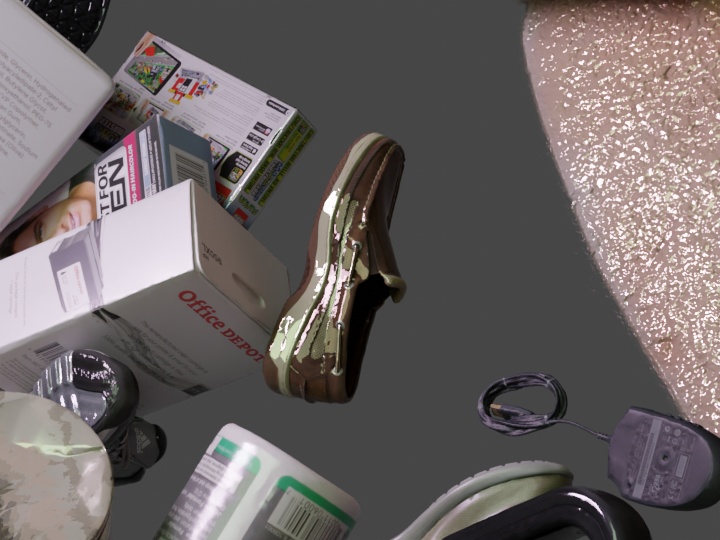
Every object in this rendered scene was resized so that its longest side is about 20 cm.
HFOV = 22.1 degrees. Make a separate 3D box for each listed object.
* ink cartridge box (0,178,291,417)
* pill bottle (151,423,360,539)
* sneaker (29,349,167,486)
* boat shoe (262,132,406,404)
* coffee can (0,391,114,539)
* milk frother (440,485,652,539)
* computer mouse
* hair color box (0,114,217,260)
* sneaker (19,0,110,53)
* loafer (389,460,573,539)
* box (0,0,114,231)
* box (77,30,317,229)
[{"bbox_3d":[-0.165,0.033,1.346,0.198,0.145,0.085,-21,54,20],"label":"ink cartridge box"},{"bbox_3d":[-0.095,0.213,1.219,0.113,0.113,0.201,25,78,39],"label":"pill bottle"},{"bbox_3d":[-0.179,0.110,1.321,0.199,0.115,0.076,-29,60,50],"label":"sneaker"},{"bbox_3d":[0.002,0.002,1.316,0.074,0.075,0.204,15,78,23],"label":"boat shoe"},{"bbox_3d":[-0.237,0.198,1.230,0.145,0.201,0.147,4,49,-5],"label":"coffee can"},{"bbox_3d":[0.076,0.220,1.014,0.187,0.199,0.182,-25,79,34],"label":"milk frother"},{"bbox_3d":[0.156,0.108,1.180,0.199,0.034,0.059,19,91,43],"label":"computer mouse"},{"bbox_3d":[-0.199,-0.023,1.424,0.199,0.060,0.100,-33,51,31],"label":"hair color box"},{"bbox_3d":[-0.257,-0.254,1.636,0.083,0.071,0.201,7,65,61],"label":"sneaker"},{"bbox_3d":[0.058,0.191,1.171,0.199,0.075,0.070,-36,62,16],"label":"loafer"},{"bbox_3d":[-0.325,-0.148,1.472,0.172,0.200,0.199,-50,13,-3],"label":"box"},{"bbox_3d":[-0.136,-0.112,1.483,0.199,0.035,0.110,31,83,40],"label":"box"}]
